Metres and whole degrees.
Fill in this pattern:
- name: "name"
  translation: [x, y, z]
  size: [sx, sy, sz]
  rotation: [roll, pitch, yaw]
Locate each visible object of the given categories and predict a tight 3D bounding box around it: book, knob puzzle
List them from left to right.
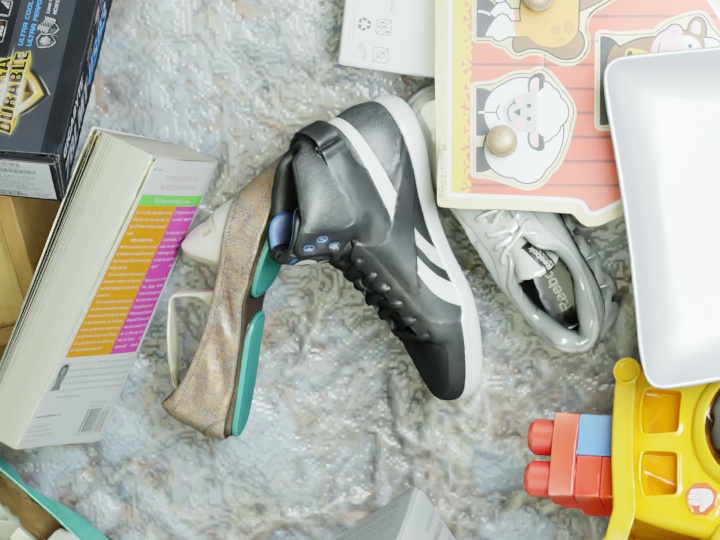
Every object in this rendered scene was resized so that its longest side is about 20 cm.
- name: "book"
  translation: [-0.161, 0.015, 1.702]
  size: [0.048, 0.134, 0.201]
  rotation: [26, 97, 18]
- name: "knob puzzle"
  translation: [0.144, -0.126, 1.652]
  size: [0.218, 0.030, 0.221]
  rotation: [0, 90, 5]

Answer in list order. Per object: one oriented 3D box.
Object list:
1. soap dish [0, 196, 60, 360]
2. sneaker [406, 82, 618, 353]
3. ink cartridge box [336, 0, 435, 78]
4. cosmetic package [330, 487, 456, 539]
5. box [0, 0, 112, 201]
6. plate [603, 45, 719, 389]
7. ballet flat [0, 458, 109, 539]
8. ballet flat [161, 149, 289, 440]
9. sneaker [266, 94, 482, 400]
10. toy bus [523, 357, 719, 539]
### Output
- name: "soap dish"
  translation: [-0.274, -0.030, 1.740]
  size: [0.156, 0.081, 0.201]
  rotation: [-14, 101, 8]
- name: "sneaker"
  translation: [0.096, -0.033, 1.705]
  size: [0.075, 0.081, 0.200]
  rotation: [-34, 95, 13]
- name: "ink cartridge box"
  translation: [0.089, -0.166, 1.699]
  size: [0.199, 0.039, 0.100]
  rotation: [9, 102, 5]
- name: "cosmetic package"
  translation: [0.017, 0.282, 1.731]
  size: [0.167, 0.166, 0.201]
  rotation: [-32, 96, 11]
- name: "box"
  translation: [-0.262, -0.144, 1.672]
  size: [0.197, 0.050, 0.201]
  rotation: [7, 57, 4]
- name: "plate"
  translation: [0.250, -0.039, 1.631]
  size: [0.199, 0.032, 0.201]
  rotation: [-8, 90, -10]
- name: "ballet flat"
  translation: [-0.229, 0.174, 1.782]
  size: [0.200, 0.070, 0.067]
  rotation: [41, 102, -4]
- name: "ballet flat"
  translation: [-0.088, 0.011, 1.740]
  size: [0.067, 0.068, 0.201]
  rotation: [17, 101, 9]
- name: "sneaker"
  translation: [0.000, 0.000, 1.699]
  size: [0.111, 0.073, 0.201]
  rotation: [-21, 99, -27]
- name: "toy bus"
  translation: [0.198, 0.151, 1.679]
  size: [0.191, 0.136, 0.201]
  rotation: [-1, 71, 11]
